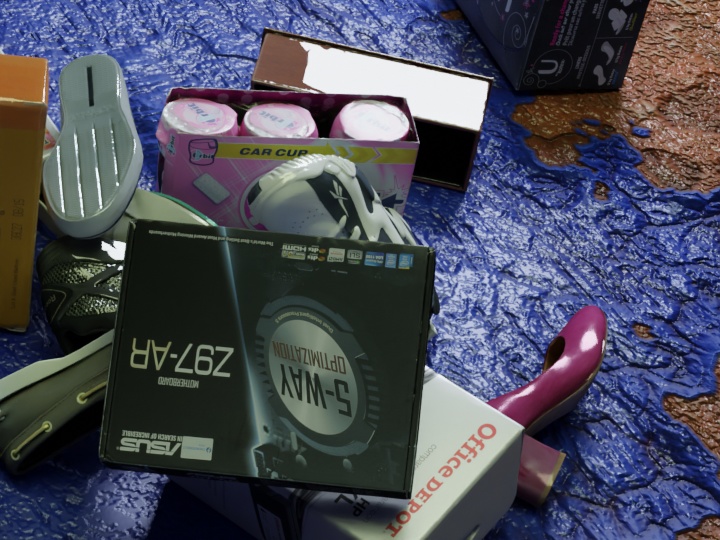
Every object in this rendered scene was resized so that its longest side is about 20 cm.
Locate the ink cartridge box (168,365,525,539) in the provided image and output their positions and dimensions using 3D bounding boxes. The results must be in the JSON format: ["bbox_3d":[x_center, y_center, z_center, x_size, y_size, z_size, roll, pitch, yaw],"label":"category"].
[{"bbox_3d":[-0.010,0.123,1.442,0.200,0.084,0.145,31,56,22],"label":"ink cartridge box"}]

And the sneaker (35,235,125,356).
[{"bbox_3d":[-0.131,0.039,1.547,0.199,0.076,0.114,6,53,-24],"label":"sneaker"}]

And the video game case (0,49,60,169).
[{"bbox_3d":[-0.349,-0.103,1.662,0.200,0.024,0.182,-24,49,-18],"label":"video game case"}]

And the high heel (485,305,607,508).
[{"bbox_3d":[0.117,0.079,1.561,0.096,0.067,0.200,26,42,1],"label":"high heel"}]

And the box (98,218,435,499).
[{"bbox_3d":[-0.058,0.056,1.370,0.200,0.044,0.160,6,78,4],"label":"box"}]

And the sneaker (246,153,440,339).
[{"bbox_3d":[0.000,0.000,1.575,0.079,0.199,0.130,-33,60,7],"label":"sneaker"}]

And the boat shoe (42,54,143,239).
[{"bbox_3d":[-0.189,-0.080,1.586,0.074,0.067,0.200,-9,41,7],"label":"boat shoe"}]

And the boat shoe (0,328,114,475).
[{"bbox_3d":[-0.159,0.072,1.439,0.202,0.072,0.060,-25,77,8],"label":"boat shoe"}]

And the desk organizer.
[{"bbox_3d":[0.005,-0.135,1.802,0.200,0.072,0.077,13,40,0],"label":"desk organizer"}]

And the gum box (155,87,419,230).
[{"bbox_3d":[-0.065,-0.076,1.673,0.200,0.114,0.066,1,39,-14],"label":"gum box"}]

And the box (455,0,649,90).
[{"bbox_3d":[0.168,-0.273,1.969,0.115,0.132,0.200,-4,41,-23],"label":"box"}]

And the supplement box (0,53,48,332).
[{"bbox_3d":[-0.260,-0.053,1.520,0.066,0.200,0.069,5,34,-10],"label":"supplement box"}]

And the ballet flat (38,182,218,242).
[{"bbox_3d":[-0.189,-0.035,1.633,0.200,0.069,0.069,27,40,29],"label":"ballet flat"}]
